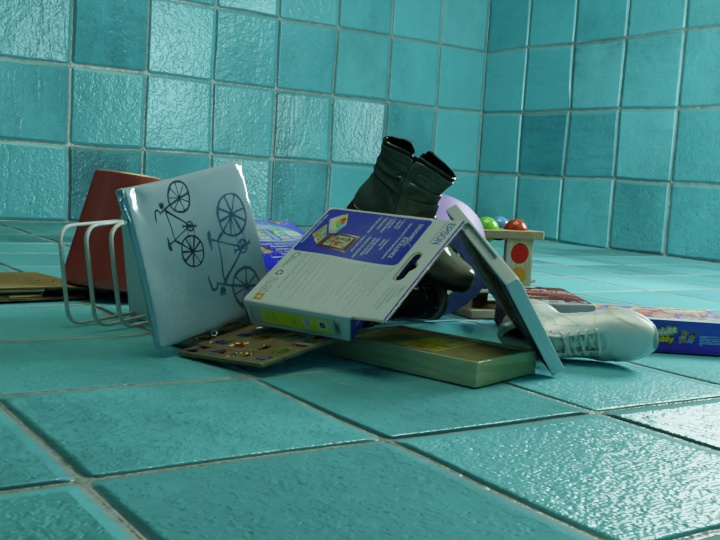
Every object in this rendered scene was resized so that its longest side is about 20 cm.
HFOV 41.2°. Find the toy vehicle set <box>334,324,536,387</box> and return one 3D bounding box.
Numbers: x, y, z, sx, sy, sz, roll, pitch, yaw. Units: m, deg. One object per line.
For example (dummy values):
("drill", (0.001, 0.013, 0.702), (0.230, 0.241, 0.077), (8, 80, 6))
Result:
("toy vehicle set", (0.084, 0.094, 1.093), (0.199, 0.027, 0.124), (8, 8, 41))

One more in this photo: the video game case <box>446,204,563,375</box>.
("video game case", (0.167, 0.018, 1.124), (0.017, 0.143, 0.200), (-31, 31, 2))

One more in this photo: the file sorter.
("file sorter", (-0.259, -0.001, 1.187), (0.199, 0.140, 0.124), (-1, 6, 34))

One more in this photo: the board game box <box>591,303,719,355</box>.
("board game box", (0.408, 0.081, 1.340), (0.198, 0.045, 0.134), (3, 6, 0))

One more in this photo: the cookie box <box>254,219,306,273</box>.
("cookie box", (-0.108, 0.005, 1.313), (0.200, 0.076, 0.171), (35, 23, 35))

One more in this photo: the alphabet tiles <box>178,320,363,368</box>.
("alphabet tiles", (-0.124, 0.078, 1.098), (0.199, 0.008, 0.167), (3, 12, 40))

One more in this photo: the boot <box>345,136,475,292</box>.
("boot", (0.085, -0.071, 1.210), (0.199, 0.131, 0.068), (35, 28, 3))

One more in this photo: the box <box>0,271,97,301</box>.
("box", (-0.522, 0.023, 1.457), (0.163, 0.021, 0.199), (-1, 6, -45))

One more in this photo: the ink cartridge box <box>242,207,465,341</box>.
("ink cartridge box", (-0.003, 0.002, 1.117), (0.199, 0.047, 0.198), (10, 41, 32))

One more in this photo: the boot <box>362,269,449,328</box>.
("boot", (0.001, -0.001, 1.233), (0.203, 0.074, 0.153), (41, 30, 29))

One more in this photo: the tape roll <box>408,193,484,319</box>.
("tape roll", (0.084, -0.019, 1.387), (0.199, 0.201, 0.066), (3, 46, -5))

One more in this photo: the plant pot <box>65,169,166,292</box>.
("plant pot", (-0.357, -0.060, 1.499), (0.199, 0.179, 0.200), (8, 1, 0))

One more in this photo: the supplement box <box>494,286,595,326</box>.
("supplement box", (0.257, 0.062, 1.359), (0.108, 0.061, 0.200), (3, 5, -1))

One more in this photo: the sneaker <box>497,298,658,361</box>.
("sneaker", (0.261, 0.084, 1.173), (0.199, 0.071, 0.080), (4, 20, 32))

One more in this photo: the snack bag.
("snack bag", (-0.187, -0.018, 1.104), (0.021, 0.190, 0.200), (-5, 12, 38))

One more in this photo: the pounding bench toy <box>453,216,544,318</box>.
("pounding bench toy", (0.175, -0.010, 1.537), (0.199, 0.157, 0.124), (1, 6, -22))
